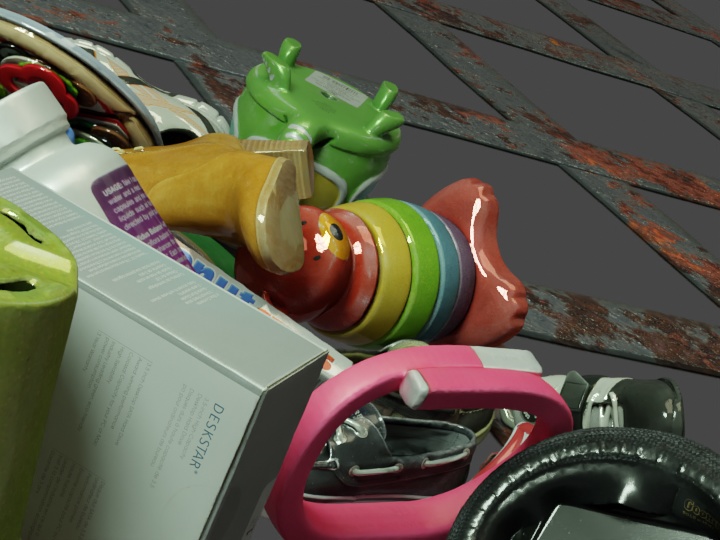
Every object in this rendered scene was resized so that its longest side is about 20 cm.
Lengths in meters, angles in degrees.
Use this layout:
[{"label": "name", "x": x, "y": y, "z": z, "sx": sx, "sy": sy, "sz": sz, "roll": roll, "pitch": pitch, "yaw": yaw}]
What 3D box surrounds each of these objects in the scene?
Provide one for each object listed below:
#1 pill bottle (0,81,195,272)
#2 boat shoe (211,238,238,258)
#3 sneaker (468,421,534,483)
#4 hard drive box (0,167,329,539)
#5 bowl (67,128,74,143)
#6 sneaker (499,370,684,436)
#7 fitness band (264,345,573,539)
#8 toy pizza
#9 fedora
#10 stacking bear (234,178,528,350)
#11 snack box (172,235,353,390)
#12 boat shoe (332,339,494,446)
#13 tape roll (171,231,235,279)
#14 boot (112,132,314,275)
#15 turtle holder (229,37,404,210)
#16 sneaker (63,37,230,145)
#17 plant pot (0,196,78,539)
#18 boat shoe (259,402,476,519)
[{"label": "pill bottle", "x": -0.157, "y": 0.001, "z": 1.084, "sx": 0.200, "sy": 0.112, "sz": 0.112, "roll": 58, "pitch": 20, "yaw": -3}, {"label": "boat shoe", "x": -0.045, "y": -0.005, "z": 1.436, "sx": 0.200, "sy": 0.071, "sz": 0.070, "roll": 33, "pitch": -28, "yaw": -16}, {"label": "sneaker", "x": 0.149, "y": 0.149, "z": 1.257, "sx": 0.200, "sy": 0.071, "sz": 0.112, "roll": -1, "pitch": 34, "yaw": -48}, {"label": "hard drive box", "x": -0.140, "y": 0.066, "z": 0.985, "sx": 0.200, "sy": 0.156, "sz": 0.077, "roll": 30, "pitch": 23, "yaw": 15}, {"label": "bowl", "x": -0.276, "y": -0.068, "z": 1.244, "sx": 0.200, "sy": 0.040, "sz": 0.201, "roll": -1, "pitch": 16, "yaw": 0}, {"label": "sneaker", "x": 0.154, "y": 0.107, "z": 1.343, "sx": 0.088, "sy": 0.074, "sz": 0.200, "roll": 3, "pitch": -4, "yaw": -17}, {"label": "fitness band", "x": 0.035, "y": 0.106, "z": 1.114, "sx": 0.200, "sy": 0.144, "sz": 0.037, "roll": 5, "pitch": 38, "yaw": -40}, {"label": "toy pizza", "x": -0.228, "y": -0.113, "z": 1.344, "sx": 0.200, "sy": 0.032, "sz": 0.200, "roll": 22, "pitch": -24, "yaw": 10}, {"label": "fedora", "x": 0.146, "y": 0.185, "z": 1.090, "sx": 0.201, "sy": 0.201, "sz": 0.092, "roll": 40, "pitch": -11, "yaw": 39}, {"label": "stacking bear", "x": 0.000, "y": 0.000, "z": 1.324, "sx": 0.200, "sy": 0.114, "sz": 0.122, "roll": 5, "pitch": 62, "yaw": -46}, {"label": "snack box", "x": -0.103, "y": 0.021, "z": 1.180, "sx": 0.200, "sy": 0.072, "sz": 0.024, "roll": 35, "pitch": 53, "yaw": -7}, {"label": "boat shoe", "x": 0.034, "y": 0.080, "z": 1.308, "sx": 0.072, "sy": 0.066, "sz": 0.201, "roll": 37, "pitch": 22, "yaw": 33}, {"label": "tape roll", "x": -0.171, "y": 0.000, "z": 1.301, "sx": 0.200, "sy": 0.048, "sz": 0.201, "roll": 22, "pitch": 19, "yaw": -8}, {"label": "boot", "x": -0.107, "y": -0.038, "z": 1.211, "sx": 0.143, "sy": 0.071, "sz": 0.201, "roll": -5, "pitch": 17, "yaw": 5}, {"label": "turtle holder", "x": -0.039, "y": -0.093, "z": 1.587, "sx": 0.141, "sy": 0.132, "sz": 0.186, "roll": 17, "pitch": 21, "yaw": -26}, {"label": "sneaker", "x": -0.195, "y": -0.128, "z": 1.580, "sx": 0.199, "sy": 0.074, "sz": 0.080, "roll": 20, "pitch": 21, "yaw": -13}, {"label": "plant pot", "x": -0.215, "y": 0.059, "z": 0.868, "sx": 0.200, "sy": 0.185, "sz": 0.200, "roll": 23, "pitch": 19, "yaw": -8}, {"label": "boat shoe", "x": -0.012, "y": 0.109, "z": 1.170, "sx": 0.199, "sy": 0.068, "sz": 0.072, "roll": 11, "pitch": 23, "yaw": -36}]
